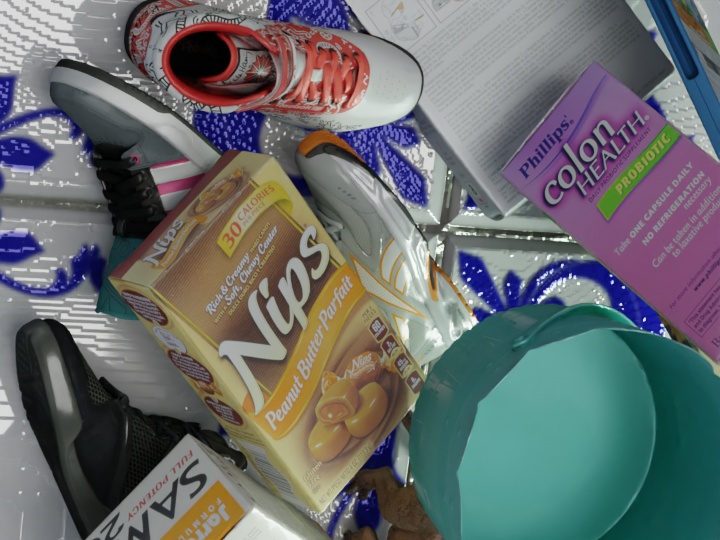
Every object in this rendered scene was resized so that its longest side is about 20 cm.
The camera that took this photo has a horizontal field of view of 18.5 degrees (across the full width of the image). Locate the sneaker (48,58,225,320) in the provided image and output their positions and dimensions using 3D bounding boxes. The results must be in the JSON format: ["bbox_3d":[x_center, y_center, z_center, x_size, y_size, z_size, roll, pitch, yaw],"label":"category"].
[{"bbox_3d":[-0.139,-0.031,1.378,0.200,0.083,0.121,39,75,-27],"label":"sneaker"}]

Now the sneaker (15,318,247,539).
[{"bbox_3d":[-0.145,0.102,1.406,0.114,0.076,0.201,-29,114,-17],"label":"sneaker"}]

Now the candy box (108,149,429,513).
[{"bbox_3d":[-0.053,0.038,1.362,0.116,0.055,0.201,-48,123,-22],"label":"candy box"}]

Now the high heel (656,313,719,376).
[{"bbox_3d":[0.253,0.033,1.525,0.071,0.142,0.202,-6,104,-22],"label":"high heel"}]

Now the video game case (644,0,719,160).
[{"bbox_3d":[0.210,-0.153,1.430,0.018,0.143,0.201,-27,76,16],"label":"video game case"}]

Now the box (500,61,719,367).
[{"bbox_3d":[0.216,-0.017,1.427,0.097,0.200,0.176,-50,151,5],"label":"box"}]

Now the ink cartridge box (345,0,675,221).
[{"bbox_3d":[0.092,-0.161,1.479,0.162,0.057,0.201,-39,93,-11],"label":"ink cartridge box"}]

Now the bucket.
[{"bbox_3d":[0.132,0.119,1.367,0.205,0.135,0.209,-3,102,-15],"label":"bucket"}]

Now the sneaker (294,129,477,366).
[{"bbox_3d":[0.000,0.000,1.436,0.092,0.076,0.201,-36,125,-3],"label":"sneaker"}]

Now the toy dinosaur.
[{"bbox_3d":[0.049,0.184,1.473,0.085,0.135,0.202,2,100,-24],"label":"toy dinosaur"}]

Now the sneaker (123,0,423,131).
[{"bbox_3d":[-0.044,-0.120,1.369,0.199,0.108,0.068,12,101,-18],"label":"sneaker"}]

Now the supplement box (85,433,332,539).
[{"bbox_3d":[-0.088,0.198,1.393,0.126,0.074,0.200,-45,148,0],"label":"supplement box"}]
